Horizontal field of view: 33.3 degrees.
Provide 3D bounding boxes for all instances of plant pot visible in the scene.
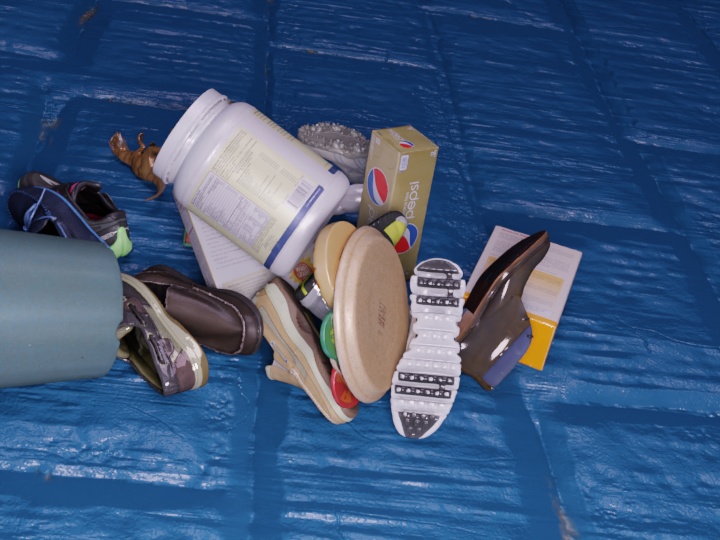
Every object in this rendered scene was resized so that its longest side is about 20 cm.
[{"bbox_3d":[-0.365,0.040,1.276,0.195,0.201,0.200,2,31,-29],"label":"plant pot"}]

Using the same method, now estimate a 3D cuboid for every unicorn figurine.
[{"bbox_3d":[-0.015,-0.108,1.695,0.198,0.075,0.137,11,0,12],"label":"unicorn figurine"}]

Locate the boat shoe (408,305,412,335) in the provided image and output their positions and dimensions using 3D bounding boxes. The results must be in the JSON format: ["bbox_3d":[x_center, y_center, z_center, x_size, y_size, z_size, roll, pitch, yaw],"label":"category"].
[{"bbox_3d":[0.020,0.044,1.496,0.060,0.072,0.202,-9,43,-30],"label":"boat shoe"}]

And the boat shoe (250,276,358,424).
[{"bbox_3d":[-0.073,0.104,1.380,0.201,0.076,0.072,58,9,34],"label":"boat shoe"}]

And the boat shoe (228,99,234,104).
[{"bbox_3d":[-0.197,-0.212,1.839,0.065,0.072,0.201,4,27,-2],"label":"boat shoe"}]

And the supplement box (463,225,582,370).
[{"bbox_3d":[0.205,0.032,1.568,0.125,0.074,0.200,19,33,11],"label":"supplement box"}]

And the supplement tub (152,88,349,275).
[{"bbox_3d":[-0.128,-0.105,1.415,0.199,0.145,0.145,36,33,0],"label":"supplement tub"}]

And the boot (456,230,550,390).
[{"bbox_3d":[0.177,0.048,1.447,0.097,0.200,0.075,46,-9,-10],"label":"boot"}]

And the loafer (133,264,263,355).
[{"bbox_3d":[-0.199,0.053,1.405,0.199,0.074,0.071,19,18,32],"label":"loafer"}]

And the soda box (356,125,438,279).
[{"bbox_3d":[0.043,-0.083,1.581,0.064,0.201,0.068,-11,37,-32],"label":"soda box"}]

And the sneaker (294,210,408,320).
[{"bbox_3d":[0.000,0.000,1.448,0.077,0.075,0.200,49,51,-4],"label":"sneaker"}]

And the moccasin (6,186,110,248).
[{"bbox_3d":[-0.385,-0.048,1.500,0.199,0.081,0.068,31,30,31],"label":"moccasin"}]

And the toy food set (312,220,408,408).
[{"bbox_3d":[0.002,0.050,1.325,0.048,0.200,0.200,-2,-6,21],"label":"toy food set"}]

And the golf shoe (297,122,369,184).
[{"bbox_3d":[-0.004,-0.153,1.775,0.198,0.098,0.079,15,34,-11],"label":"golf shoe"}]

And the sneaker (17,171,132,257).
[{"bbox_3d":[-0.366,-0.088,1.569,0.199,0.084,0.077,28,34,27],"label":"sneaker"}]

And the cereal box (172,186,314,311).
[{"bbox_3d":[-0.133,-0.034,1.488,0.143,0.040,0.201,-15,73,-24],"label":"cereal box"}]

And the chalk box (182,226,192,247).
[{"bbox_3d":[-0.171,-0.103,1.622,0.123,0.125,0.201,8,32,-8],"label":"chalk box"}]

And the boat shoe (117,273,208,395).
[{"bbox_3d":[-0.252,0.070,1.352,0.066,0.072,0.200,-20,47,-42],"label":"boat shoe"}]

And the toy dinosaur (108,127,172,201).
[{"bbox_3d":[-0.295,-0.145,1.732,0.106,0.061,0.200,-32,41,-17],"label":"toy dinosaur"}]

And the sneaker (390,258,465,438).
[{"bbox_3d":[0.080,0.090,1.358,0.074,0.202,0.081,11,-6,4],"label":"sneaker"}]
